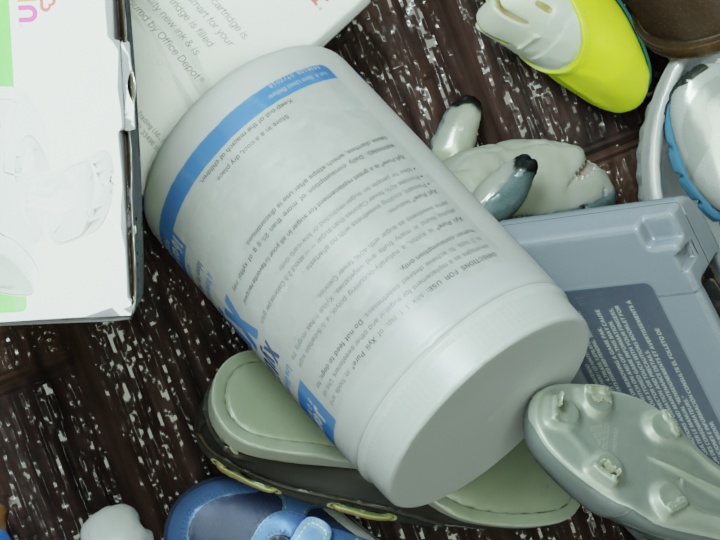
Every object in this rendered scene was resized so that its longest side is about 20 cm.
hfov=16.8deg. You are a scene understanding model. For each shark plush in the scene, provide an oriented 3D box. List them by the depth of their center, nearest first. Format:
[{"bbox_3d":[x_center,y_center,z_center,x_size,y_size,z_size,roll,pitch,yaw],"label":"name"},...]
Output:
[{"bbox_3d":[0.044,0.003,1.275,0.200,0.091,0.083,-48,125,-7],"label":"shark plush"}]

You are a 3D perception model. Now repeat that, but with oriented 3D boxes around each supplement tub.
[{"bbox_3d":[0.000,0.000,1.179,0.132,0.132,0.200,-40,66,-3],"label":"supplement tub"}]

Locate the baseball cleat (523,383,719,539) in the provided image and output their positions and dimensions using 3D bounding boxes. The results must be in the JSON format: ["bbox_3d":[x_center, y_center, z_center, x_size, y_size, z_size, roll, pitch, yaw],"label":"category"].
[{"bbox_3d":[0.151,0.124,1.191,0.199,0.106,0.070,26,50,-14],"label":"baseball cleat"}]

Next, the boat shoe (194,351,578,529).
[{"bbox_3d":[0.014,0.092,1.254,0.200,0.061,0.072,17,61,-11],"label":"boat shoe"}]

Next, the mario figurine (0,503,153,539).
[{"bbox_3d":[-0.130,0.203,1.268,0.199,0.124,0.106,32,47,2],"label":"mario figurine"}]

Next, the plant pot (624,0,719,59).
[{"bbox_3d":[0.150,-0.243,1.184,0.198,0.200,0.201,42,87,-23],"label":"plant pot"}]

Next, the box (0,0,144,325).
[{"bbox_3d":[-0.148,-0.079,1.114,0.096,0.176,0.202,-3,93,-3],"label":"box"}]

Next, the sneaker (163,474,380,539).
[{"bbox_3d":[-0.009,0.167,1.263,0.199,0.082,0.074,26,90,-3],"label":"sneaker"}]

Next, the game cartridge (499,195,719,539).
[{"bbox_3d":[0.145,0.053,1.238,0.042,0.132,0.201,-50,122,-37],"label":"game cartridge"}]

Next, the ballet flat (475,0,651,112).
[{"bbox_3d":[0.075,-0.160,1.268,0.067,0.067,0.201,-32,90,-43],"label":"ballet flat"}]

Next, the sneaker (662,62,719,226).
[{"bbox_3d":[0.224,-0.020,1.174,0.075,0.087,0.200,-40,93,-2],"label":"sneaker"}]

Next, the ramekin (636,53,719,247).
[{"bbox_3d":[0.236,-0.053,1.269,0.198,0.105,0.202,0,91,-5],"label":"ramekin"}]

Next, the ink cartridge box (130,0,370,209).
[{"bbox_3d":[-0.114,-0.125,1.245,0.200,0.084,0.146,-41,93,-3],"label":"ink cartridge box"}]
